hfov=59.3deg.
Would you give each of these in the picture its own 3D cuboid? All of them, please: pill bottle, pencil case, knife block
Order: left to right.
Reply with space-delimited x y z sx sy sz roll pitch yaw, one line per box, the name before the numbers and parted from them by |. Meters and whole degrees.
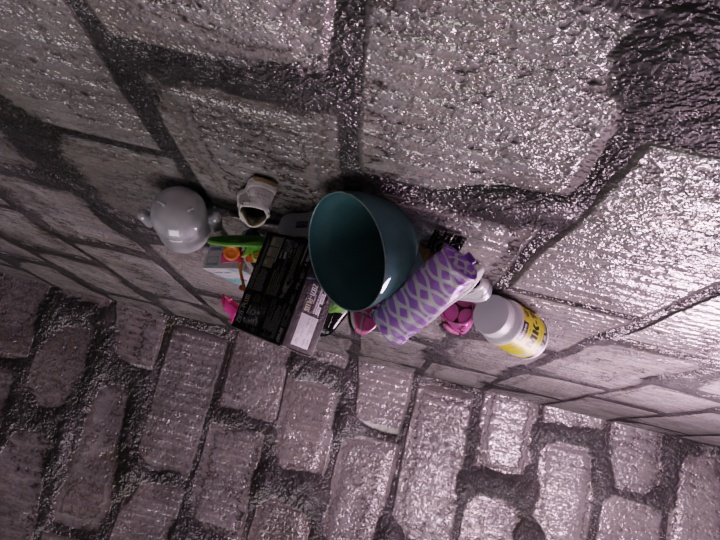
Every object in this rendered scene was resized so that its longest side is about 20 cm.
pencil case | 0.109 0.045 1.084 0.200 0.084 0.085 -43 157 27
knife block | 0.140 0.019 1.190 0.063 0.203 0.176 13 -165 -6
pencil case | 0.238 0.108 1.583 0.092 0.092 0.200 3 165 9
pill bottle | 0.358 0.134 1.512 0.113 0.116 0.199 0 160 43

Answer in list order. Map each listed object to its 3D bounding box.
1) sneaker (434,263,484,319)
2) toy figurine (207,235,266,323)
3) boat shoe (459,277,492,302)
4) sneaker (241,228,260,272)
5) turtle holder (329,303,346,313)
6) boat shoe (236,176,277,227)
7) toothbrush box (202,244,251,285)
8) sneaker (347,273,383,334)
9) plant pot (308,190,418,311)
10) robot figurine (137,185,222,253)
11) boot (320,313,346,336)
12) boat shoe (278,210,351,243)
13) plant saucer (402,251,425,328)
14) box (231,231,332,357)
sneaker | 0.160 0.021 1.343 0.200 0.119 0.073 -41 159 24
toy figurine | -0.223 0.025 1.343 0.197 0.187 0.150 0 -171 -7
boat shoe | 0.190 0.032 1.407 0.198 0.075 0.065 -8 152 30
sneaker | -0.183 -0.015 1.424 0.145 0.205 0.077 -21 -178 37
turtle holder | -0.028 0.010 1.424 0.130 0.187 0.141 5 -154 -31
boat shoe | -0.205 -0.116 1.203 0.070 0.070 0.200 15 166 -11
toothbrush box | -0.280 -0.009 1.636 0.145 0.086 0.199 1 159 39
sneaker | -0.006 0.039 1.201 0.073 0.202 0.087 19 142 -29
plant pot | 0.022 -0.044 1.091 0.134 0.203 0.199 -15 -173 -39
robot figurine | -0.371 -0.104 1.311 0.167 0.115 0.200 -1 167 -10
boot | -0.006 0.093 1.555 0.161 0.200 0.073 25 165 -18
boat shoe | -0.080 -0.075 1.244 0.198 0.073 0.065 0 165 44
plant saucer | 0.071 0.021 1.213 0.038 0.204 0.201 -13 173 -19
box | -0.137 0.043 1.209 0.163 0.202 0.086 12 168 44
